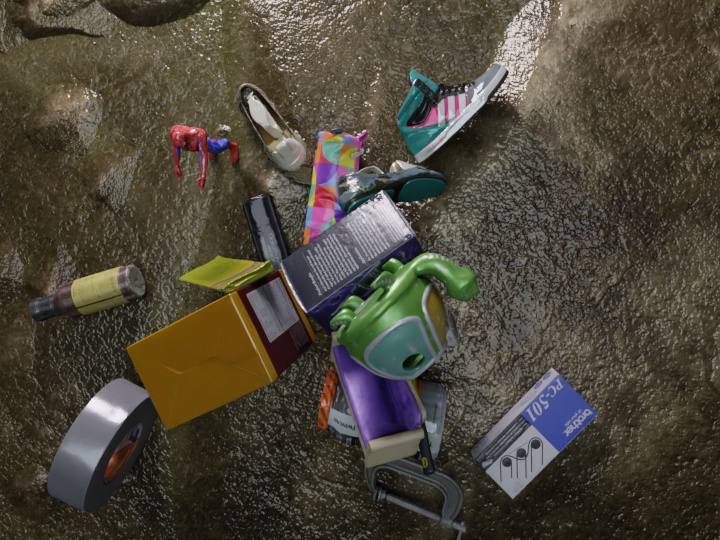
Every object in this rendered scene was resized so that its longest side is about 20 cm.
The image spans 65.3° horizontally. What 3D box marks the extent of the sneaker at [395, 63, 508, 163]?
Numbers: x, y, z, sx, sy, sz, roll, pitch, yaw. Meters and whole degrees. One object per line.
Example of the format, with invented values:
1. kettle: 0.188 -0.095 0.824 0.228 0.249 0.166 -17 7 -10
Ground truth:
1. sneaker: 0.131 -0.286 0.904 0.200 0.084 0.121 -43 98 7

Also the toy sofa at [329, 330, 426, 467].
1. toy sofa: 0.020 0.168 0.819 0.081 0.099 0.202 -9 48 -16

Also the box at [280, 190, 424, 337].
1. box: 0.000 0.000 0.877 0.198 0.148 0.105 -36 58 3

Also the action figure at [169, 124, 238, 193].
1. action figure: -0.250 -0.170 0.880 0.064 0.200 0.101 8 94 5

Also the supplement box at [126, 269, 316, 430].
1. supplement box: -0.204 0.114 0.873 0.194 0.200 0.135 -26 93 17

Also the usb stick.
1. usb stick: -0.150 -0.031 0.964 0.054 0.033 0.204 -17 91 -1

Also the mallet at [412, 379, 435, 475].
1. mallet: 0.076 0.201 0.842 0.065 0.041 0.204 -28 56 41

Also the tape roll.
1. tape roll: -0.414 0.283 0.919 0.065 0.200 0.204 24 95 3

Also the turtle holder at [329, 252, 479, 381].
1. turtle holder: 0.060 0.058 0.752 0.185 0.141 0.132 -43 92 -9

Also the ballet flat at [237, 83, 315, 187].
1. ballet flat: -0.142 -0.224 0.930 0.067 0.075 0.201 -36 90 3

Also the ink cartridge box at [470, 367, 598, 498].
1. ink cartridge box: 0.286 0.270 0.936 0.094 0.044 0.200 43 95 0

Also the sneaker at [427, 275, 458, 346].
1. sneaker: 0.089 0.072 0.882 0.097 0.201 0.079 -18 49 13

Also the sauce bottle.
1. sauce bottle: -0.478 0.044 0.979 0.196 0.065 0.066 -14 92 5

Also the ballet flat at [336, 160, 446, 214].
1. ballet flat: 0.049 -0.143 0.897 0.197 0.074 0.076 -15 93 -30

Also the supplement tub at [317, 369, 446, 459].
1. supplement tub: 0.035 0.229 0.916 0.195 0.123 0.125 10 94 4

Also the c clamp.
1. c clamp: 0.091 0.383 0.940 0.196 0.027 0.173 21 127 13

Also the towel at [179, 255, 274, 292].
1. towel: -0.217 0.003 0.887 0.085 0.198 0.018 -28 110 -32

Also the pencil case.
1. pencil case: -0.043 -0.130 0.923 0.086 0.088 0.205 9 96 4
